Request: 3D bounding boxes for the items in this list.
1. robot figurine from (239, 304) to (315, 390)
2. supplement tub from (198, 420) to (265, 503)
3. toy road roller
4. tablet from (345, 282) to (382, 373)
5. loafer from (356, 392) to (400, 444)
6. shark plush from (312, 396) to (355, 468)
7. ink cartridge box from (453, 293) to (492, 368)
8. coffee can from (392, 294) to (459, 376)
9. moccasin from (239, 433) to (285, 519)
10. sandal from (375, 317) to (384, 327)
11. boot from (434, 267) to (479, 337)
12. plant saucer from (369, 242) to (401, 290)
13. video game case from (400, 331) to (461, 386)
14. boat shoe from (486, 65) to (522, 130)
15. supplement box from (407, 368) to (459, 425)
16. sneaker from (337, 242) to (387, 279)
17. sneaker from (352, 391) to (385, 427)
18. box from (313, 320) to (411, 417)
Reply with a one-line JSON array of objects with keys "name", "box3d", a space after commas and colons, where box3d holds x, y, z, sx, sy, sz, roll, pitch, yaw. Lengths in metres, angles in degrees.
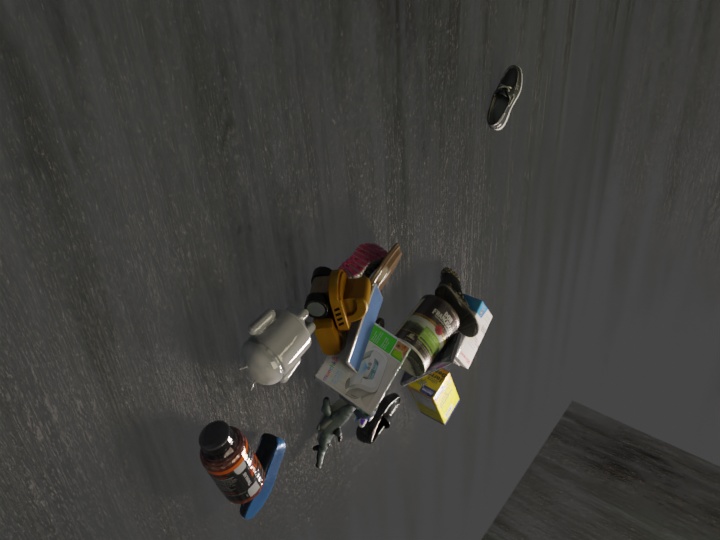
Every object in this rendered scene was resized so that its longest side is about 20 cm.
[{"name": "robot figurine", "box3d": [-0.185, 0.166, 1.360, 0.200, 0.111, 0.172, -47, 125, -31]}, {"name": "supplement tub", "box3d": [-0.283, 0.413, 1.354, 0.107, 0.105, 0.203, -47, 141, -30]}, {"name": "toy road roller", "box3d": [-0.040, 0.091, 1.459, 0.124, 0.142, 0.203, -79, 159, -49]}, {"name": "tablet", "box3d": [0.010, 0.140, 1.507, 0.130, 0.013, 0.204, 64, 44, -68]}, {"name": "loafer", "box3d": [0.067, 0.457, 1.914, 0.200, 0.069, 0.069, -40, 137, -37]}, {"name": "shark plush", "box3d": [-0.080, 0.429, 1.676, 0.203, 0.082, 0.091, -60, 146, -15]}, {"name": "ink cartridge box", "box3d": [0.321, 0.192, 2.074, 0.203, 0.144, 0.147, -62, 146, -11]}, {"name": "coffee can", "box3d": [0.189, 0.195, 1.884, 0.200, 0.144, 0.148, -47, 140, -30]}, {"name": "moccasin", "box3d": [-0.242, 0.488, 1.492, 0.204, 0.067, 0.080, -65, 154, -5]}, {"name": "sandal", "box3d": [0.011, 0.203, 1.735, 0.201, 0.044, 0.077, -53, 151, -49]}, {"name": "boot", "box3d": [0.312, 0.096, 1.972, 0.205, 0.073, 0.155, 51, 26, -15]}, {"name": "plant saucer", "box3d": [0.051, 0.021, 1.616, 0.202, 0.029, 0.200, -56, 173, -10]}, {"name": "video game case", "box3d": [0.217, 0.272, 1.916, 0.019, 0.198, 0.143, 51, 33, -12]}, {"name": "boat shoe", "box3d": [0.448, -0.541, 1.938, 0.060, 0.074, 0.205, -2, 108, -60]}, {"name": "supplement box", "box3d": [0.253, 0.418, 2.127, 0.110, 0.107, 0.202, -53, 143, -22]}, {"name": "sneaker", "box3d": [0.000, 0.000, 1.581, 0.199, 0.073, 0.089, -40, 153, -49]}, {"name": "sneaker", "box3d": [0.021, 0.378, 1.730, 0.200, 0.078, 0.150, -106, -159, -77]}, {"name": "box", "box3d": [0.004, 0.238, 1.597, 0.202, 0.175, 0.097, -55, 176, -14]}]
